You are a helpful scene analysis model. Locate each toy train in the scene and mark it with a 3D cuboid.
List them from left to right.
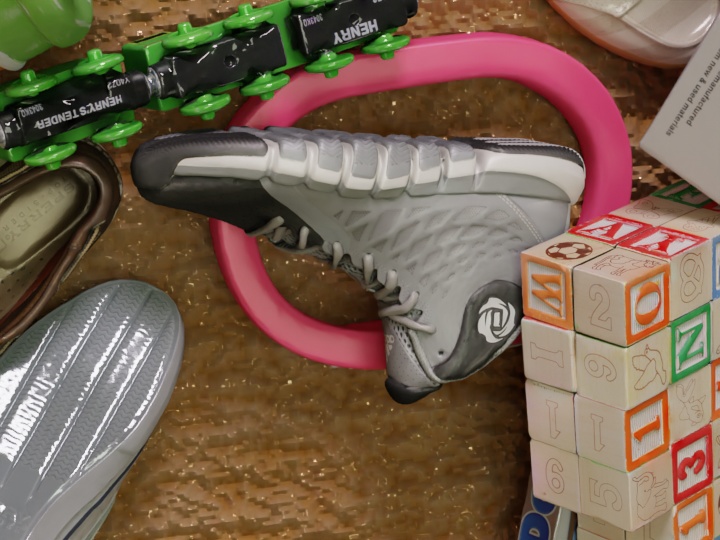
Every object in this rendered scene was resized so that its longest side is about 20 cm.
[{"bbox_3d":[-0.067,-0.087,0.889,0.199,0.056,0.042,-21,106,-24],"label":"toy train"}]

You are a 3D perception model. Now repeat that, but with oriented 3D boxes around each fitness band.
[{"bbox_3d":[0.029,-0.032,0.954,0.198,0.037,0.145,-10,98,-14],"label":"fitness band"}]

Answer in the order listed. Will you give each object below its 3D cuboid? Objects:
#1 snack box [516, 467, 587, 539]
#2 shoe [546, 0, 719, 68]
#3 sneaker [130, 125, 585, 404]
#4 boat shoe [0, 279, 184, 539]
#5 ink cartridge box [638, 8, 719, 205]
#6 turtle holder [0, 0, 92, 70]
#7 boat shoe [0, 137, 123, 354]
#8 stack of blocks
[{"bbox_3d":[0.111,0.083,0.978,0.072,0.024,0.202,3,100,-47],"label":"snack box"},{"bbox_3d":[0.094,-0.164,0.939,0.200,0.053,0.070,44,86,-16],"label":"shoe"},{"bbox_3d":[0.000,0.000,0.895,0.198,0.075,0.117,2,98,-15],"label":"sneaker"},{"bbox_3d":[-0.145,0.093,0.912,0.073,0.067,0.200,32,68,12],"label":"boat shoe"},{"bbox_3d":[0.242,-0.053,0.906,0.199,0.146,0.085,36,131,9],"label":"ink cartridge box"},{"bbox_3d":[-0.180,-0.162,0.825,0.131,0.141,0.186,-21,115,6],"label":"turtle holder"},{"bbox_3d":[-0.181,0.018,0.884,0.075,0.075,0.203,42,87,-16],"label":"boat shoe"},{"bbox_3d":[0.134,0.074,0.937,0.115,0.058,0.202,-24,118,-38],"label":"stack of blocks"}]
